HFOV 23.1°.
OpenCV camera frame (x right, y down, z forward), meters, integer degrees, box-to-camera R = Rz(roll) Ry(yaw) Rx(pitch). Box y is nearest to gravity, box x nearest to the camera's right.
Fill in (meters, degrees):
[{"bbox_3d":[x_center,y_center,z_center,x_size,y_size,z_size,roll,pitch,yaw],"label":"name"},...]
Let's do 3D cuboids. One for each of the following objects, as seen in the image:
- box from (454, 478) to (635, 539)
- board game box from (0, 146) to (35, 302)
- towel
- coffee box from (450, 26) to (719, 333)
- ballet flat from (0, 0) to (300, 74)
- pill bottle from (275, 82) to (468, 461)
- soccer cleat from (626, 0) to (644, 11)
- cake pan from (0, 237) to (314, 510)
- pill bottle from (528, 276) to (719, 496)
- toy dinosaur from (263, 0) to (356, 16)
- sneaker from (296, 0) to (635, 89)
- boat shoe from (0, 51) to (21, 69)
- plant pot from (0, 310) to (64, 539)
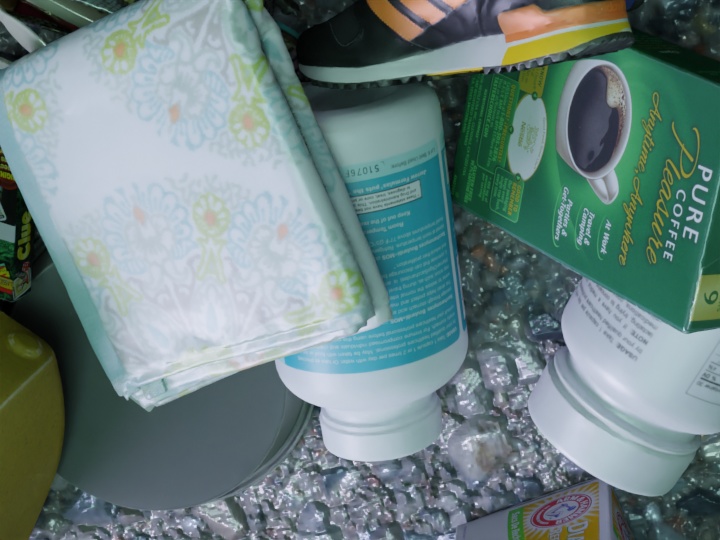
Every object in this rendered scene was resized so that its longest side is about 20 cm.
[{"bbox_3d":[0.113,0.216,0.986,0.101,0.200,0.113,-21,104,13],"label":"box"},{"bbox_3d":[-0.275,-0.058,1.003,0.199,0.023,0.105,16,118,18],"label":"board game box"},{"bbox_3d":[-0.090,-0.038,0.909,0.170,0.048,0.201,-19,100,29],"label":"towel"},{"bbox_3d":[0.126,-0.060,0.894,0.044,0.200,0.124,-3,111,-34],"label":"coffee box"},{"bbox_3d":[-0.130,-0.128,0.959,0.199,0.069,0.071,23,67,1],"label":"ballet flat"},{"bbox_3d":[0.000,0.000,0.970,0.110,0.111,0.201,-5,109,9],"label":"pill bottle"},{"bbox_3d":[0.119,-0.229,0.880,0.083,0.065,0.202,1,100,-9],"label":"soccer cleat"},{"bbox_3d":[-0.125,0.058,1.047,0.199,0.037,0.202,2,110,6],"label":"cake pan"},{"bbox_3d":[0.179,0.015,0.951,0.113,0.113,0.201,29,110,-3],"label":"pill bottle"},{"bbox_3d":[-0.012,-0.179,0.946,0.199,0.047,0.089,10,108,9],"label":"toy dinosaur"},{"bbox_3d":[0.047,-0.142,0.882,0.199,0.070,0.091,-1,100,42],"label":"sneaker"},{"bbox_3d":[-0.143,-0.067,0.988,0.199,0.062,0.075,29,126,12],"label":"boat shoe"},{"bbox_3d":[-0.277,0.105,0.977,0.194,0.196,0.200,34,118,1],"label":"plant pot"}]
